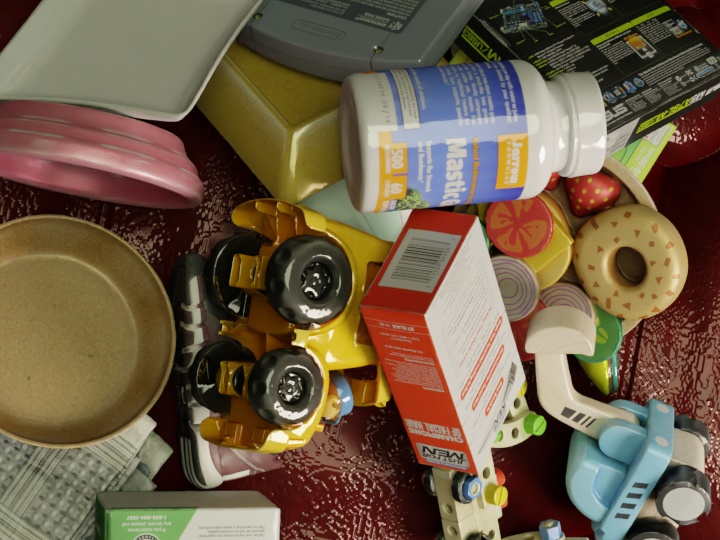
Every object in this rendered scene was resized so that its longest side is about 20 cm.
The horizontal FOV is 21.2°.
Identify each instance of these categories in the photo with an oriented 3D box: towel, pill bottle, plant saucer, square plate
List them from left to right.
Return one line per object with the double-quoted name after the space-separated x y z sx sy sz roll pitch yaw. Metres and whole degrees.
-0.280 0.163 1.603 0.200 0.035 0.193 39 76 -9 "towel"
-0.253 0.053 1.592 0.199 0.035 0.201 7 69 -18 "plant saucer"
-0.222 -0.095 1.555 0.200 0.200 0.051 12 83 -14 "plant saucer"
-0.187 -0.188 1.577 0.199 0.029 0.198 8 45 23 "square plate"
-0.031 -0.169 1.630 0.199 0.049 0.200 -29 49 -15 "plant saucer"
0.089 -0.108 1.527 0.199 0.112 0.113 -5 86 -9 "pill bottle"

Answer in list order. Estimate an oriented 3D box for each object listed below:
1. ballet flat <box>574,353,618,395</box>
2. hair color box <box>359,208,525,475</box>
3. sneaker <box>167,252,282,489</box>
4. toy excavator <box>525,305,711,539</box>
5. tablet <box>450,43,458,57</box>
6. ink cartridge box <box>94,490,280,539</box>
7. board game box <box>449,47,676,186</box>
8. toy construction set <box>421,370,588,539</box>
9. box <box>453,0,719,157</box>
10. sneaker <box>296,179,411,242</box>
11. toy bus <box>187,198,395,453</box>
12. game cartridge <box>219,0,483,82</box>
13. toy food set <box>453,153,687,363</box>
0.198 0.013 1.736 0.067 0.067 0.201 -1 82 6 "ballet flat"
0.070 0.059 1.563 0.111 0.064 0.200 -60 145 -35 "hair color box"
-0.101 0.081 1.645 0.115 0.076 0.201 -6 97 -20 "sneaker"
0.210 0.143 1.664 0.199 0.100 0.195 21 123 -4 "toy excavator"
0.150 -0.182 1.760 0.130 0.014 0.201 -11 88 -16 "tablet"
-0.147 0.287 1.587 0.146 0.083 0.201 2 93 -15 "ink cartridge box"
0.166 -0.133 1.705 0.200 0.048 0.102 32 79 5 "board game box"
0.122 0.187 1.686 0.131 0.092 0.201 -28 101 -40 "toy construction set"
0.196 -0.197 1.678 0.200 0.048 0.193 -29 64 -39 "box"
0.000 0.000 1.680 0.118 0.074 0.201 -15 97 -2 "sneaker"
-0.027 0.057 1.577 0.191 0.136 0.201 13 85 -34 "toy bus"
-0.011 -0.217 1.614 0.199 0.042 0.133 19 59 25 "game cartridge"
0.167 -0.014 1.662 0.200 0.049 0.198 48 117 1 "toy food set"
